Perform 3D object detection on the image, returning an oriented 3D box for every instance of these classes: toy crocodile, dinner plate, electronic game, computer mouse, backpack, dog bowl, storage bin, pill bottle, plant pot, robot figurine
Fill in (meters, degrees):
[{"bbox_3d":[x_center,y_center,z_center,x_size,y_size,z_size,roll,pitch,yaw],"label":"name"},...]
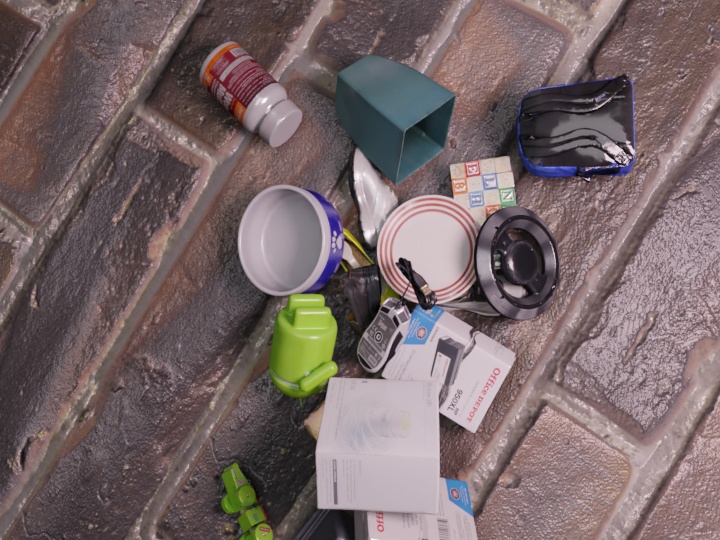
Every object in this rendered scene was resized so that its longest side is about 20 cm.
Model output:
[{"bbox_3d":[-0.204,0.457,1.479,0.067,0.061,0.203,-39,71,38],"label":"toy crocodile"},{"bbox_3d":[0.127,-0.037,1.438,0.195,0.024,0.205,-3,73,9],"label":"dinner plate"},{"bbox_3d":[0.281,-0.013,1.417,0.196,0.041,0.206,4,81,-30],"label":"electronic game"},{"bbox_3d":[0.059,0.088,1.390,0.110,0.043,0.202,45,114,37],"label":"computer mouse"},{"bbox_3d":[0.378,-0.237,1.417,0.195,0.168,0.167,-2,80,12],"label":"backpack"},{"bbox_3d":[-0.130,-0.054,1.485,0.196,0.078,0.206,-1,88,30],"label":"dog bowl"},{"bbox_3d":[-0.052,0.531,1.395,0.145,0.134,0.201,39,91,-7],"label":"storage bin"},{"bbox_3d":[-0.212,-0.341,1.549,0.200,0.110,0.110,44,91,11],"label":"pill bottle"},{"bbox_3d":[0.051,-0.296,1.474,0.140,0.143,0.199,-36,65,-27],"label":"plant pot"},{"bbox_3d":[-0.106,0.144,1.450,0.113,0.176,0.204,0,119,-23],"label":"robot figurine"}]

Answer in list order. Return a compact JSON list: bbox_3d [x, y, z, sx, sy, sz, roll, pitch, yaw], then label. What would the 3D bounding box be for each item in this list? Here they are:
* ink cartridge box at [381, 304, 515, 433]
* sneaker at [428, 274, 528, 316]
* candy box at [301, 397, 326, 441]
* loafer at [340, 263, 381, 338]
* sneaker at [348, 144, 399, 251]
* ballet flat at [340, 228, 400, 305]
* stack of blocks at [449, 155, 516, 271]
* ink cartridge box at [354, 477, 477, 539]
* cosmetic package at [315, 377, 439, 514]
[{"bbox_3d":[0.159,0.170,1.426,0.197,0.084,0.147,30,108,11],"label":"ink cartridge box"},{"bbox_3d":[0.209,0.043,1.455,0.195,0.079,0.076,-2,81,7],"label":"sneaker"},{"bbox_3d":[-0.001,0.315,1.465,0.115,0.055,0.200,-42,80,0],"label":"candy box"},{"bbox_3d":[0.008,0.087,1.461,0.070,0.073,0.205,-4,107,6],"label":"loafer"},{"bbox_3d":[0.025,-0.142,1.518,0.085,0.075,0.205,-11,87,-7],"label":"sneaker"},{"bbox_3d":[0.000,0.000,1.497,0.066,0.067,0.201,-38,80,2],"label":"ballet flat"},{"bbox_3d":[0.233,-0.100,1.477,0.112,0.059,0.205,-7,82,8],"label":"stack of blocks"},{"bbox_3d":[0.090,0.429,1.356,0.195,0.148,0.085,12,128,-13],"label":"ink cartridge box"},{"bbox_3d":[0.034,0.286,1.323,0.195,0.201,0.126,2,118,4],"label":"cosmetic package"}]
